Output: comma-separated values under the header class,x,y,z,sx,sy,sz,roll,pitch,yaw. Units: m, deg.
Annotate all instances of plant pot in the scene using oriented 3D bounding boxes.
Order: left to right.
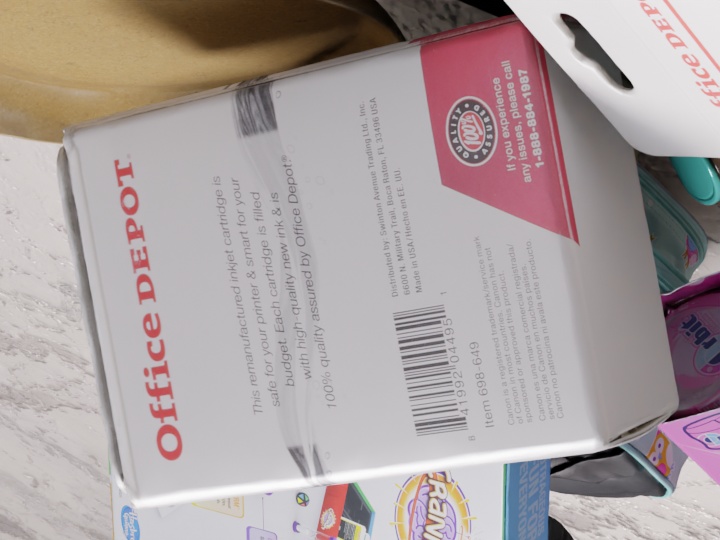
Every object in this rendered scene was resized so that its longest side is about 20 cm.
class,x,y,z,sx,sy,sz,roll,pitch,yaw
plant pot,-0.080,-0.087,0.787,0.198,0.028,0.200,-2,167,0

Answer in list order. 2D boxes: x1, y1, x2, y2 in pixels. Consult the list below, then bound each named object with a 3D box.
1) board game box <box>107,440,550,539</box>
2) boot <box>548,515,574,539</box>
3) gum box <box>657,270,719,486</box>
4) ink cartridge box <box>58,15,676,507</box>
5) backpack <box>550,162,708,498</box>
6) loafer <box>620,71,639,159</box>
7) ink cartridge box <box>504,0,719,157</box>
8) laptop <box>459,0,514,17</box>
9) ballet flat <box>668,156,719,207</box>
class,x,y,z,sx,sy,sz,roll,pitch,yaw
board game box,-0.017,0.068,0.858,0.199,0.040,0.154,12,114,28
boot,-0.001,0.118,1.014,0.210,0.080,0.158,31,172,-9
gum box,0.218,0.035,0.811,0.199,0.067,0.113,-23,137,28
ink cartridge box,0.000,0.000,0.742,0.199,0.147,0.085,-10,180,29
backpack,0.075,0.016,0.931,0.176,0.154,0.200,41,170,-31
loafer,0.025,-0.034,0.821,0.199,0.068,0.076,-12,165,43
ink cartridge box,0.139,-0.092,0.590,0.199,0.068,0.116,0,145,47
laptop,0.008,-0.180,0.670,0.186,0.117,0.200,21,176,-9
ballet flat,0.145,-0.070,0.769,0.074,0.075,0.200,23,178,12
